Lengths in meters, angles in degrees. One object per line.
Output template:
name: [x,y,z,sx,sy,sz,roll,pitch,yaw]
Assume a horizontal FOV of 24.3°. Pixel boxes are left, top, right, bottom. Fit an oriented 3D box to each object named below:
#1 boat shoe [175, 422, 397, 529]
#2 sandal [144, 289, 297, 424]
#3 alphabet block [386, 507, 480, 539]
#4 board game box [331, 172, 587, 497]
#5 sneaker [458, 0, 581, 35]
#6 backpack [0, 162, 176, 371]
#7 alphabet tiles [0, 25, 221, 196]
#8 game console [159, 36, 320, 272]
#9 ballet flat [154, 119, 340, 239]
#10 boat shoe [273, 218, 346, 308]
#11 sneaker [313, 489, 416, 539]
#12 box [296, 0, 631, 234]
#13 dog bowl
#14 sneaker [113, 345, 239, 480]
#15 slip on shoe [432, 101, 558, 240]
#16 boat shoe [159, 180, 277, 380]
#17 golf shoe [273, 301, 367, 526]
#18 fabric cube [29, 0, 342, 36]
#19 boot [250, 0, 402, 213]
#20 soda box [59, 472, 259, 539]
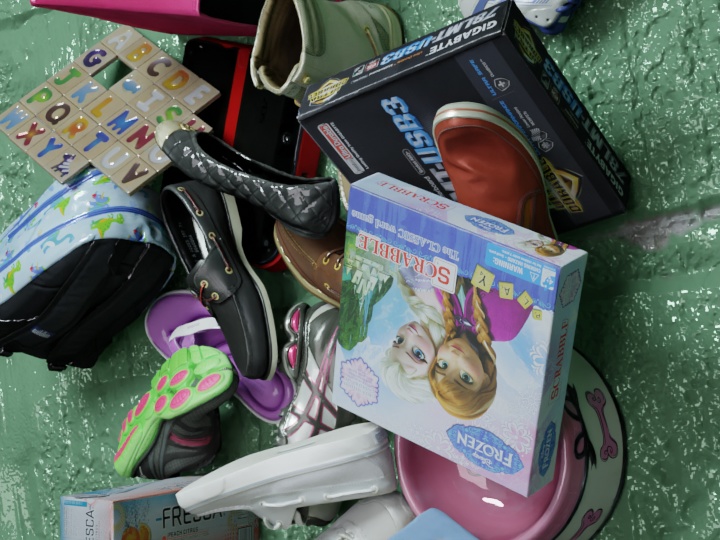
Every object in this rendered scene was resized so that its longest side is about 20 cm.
boat shoe: [-0.061,0.186,1.424,0.199,0.072,0.069,-19,93,14]
sandal: [-0.134,0.075,1.561,0.202,0.050,0.083,27,104,31]
alphabet block: [0.053,0.348,1.309,0.195,0.196,0.201,35,136,30]
board game box: [0.071,0.048,1.305,0.199,0.041,0.200,22,121,33]
sneaker: [0.167,-0.240,1.355,0.199,0.075,0.089,-16,93,40]
backpack: [-0.263,-0.007,1.582,0.200,0.163,0.155,-28,52,44]
alphabet tiles: [-0.232,-0.145,1.570,0.167,0.008,0.200,-39,50,-16]
game console: [-0.112,-0.110,1.564,0.176,0.031,0.201,16,98,39]
ballet flat: [-0.096,-0.090,1.457,0.199,0.066,0.057,28,115,24]
boat shoe: [0.000,0.000,1.444,0.200,0.072,0.068,44,155,26]
sneaker: [-0.026,0.261,1.443,0.200,0.099,0.078,-49,65,35]
box: [0.084,-0.099,1.341,0.198,0.200,0.050,-19,36,31]
dog bowl: [0.114,0.148,1.380,0.199,0.074,0.201,0,91,34]
sneaker: [-0.158,0.134,1.549,0.200,0.083,0.077,-45,32,46]
slip on shoe: [0.109,-0.048,1.306,0.074,0.061,0.200,-6,131,24]
boat shoe: [-0.128,0.010,1.503,0.074,0.063,0.202,-48,57,53]
golf shoe: [-0.025,0.127,1.474,0.088,0.077,0.201,-2,89,29]
fabric cube: [-0.146,-0.312,1.482,0.199,0.200,0.197,7,94,35]
boot: [-0.026,-0.138,1.424,0.072,0.154,0.201,-3,86,35]
soda box: [-0.176,0.223,1.499,0.068,0.200,0.064,-1,89,35]
